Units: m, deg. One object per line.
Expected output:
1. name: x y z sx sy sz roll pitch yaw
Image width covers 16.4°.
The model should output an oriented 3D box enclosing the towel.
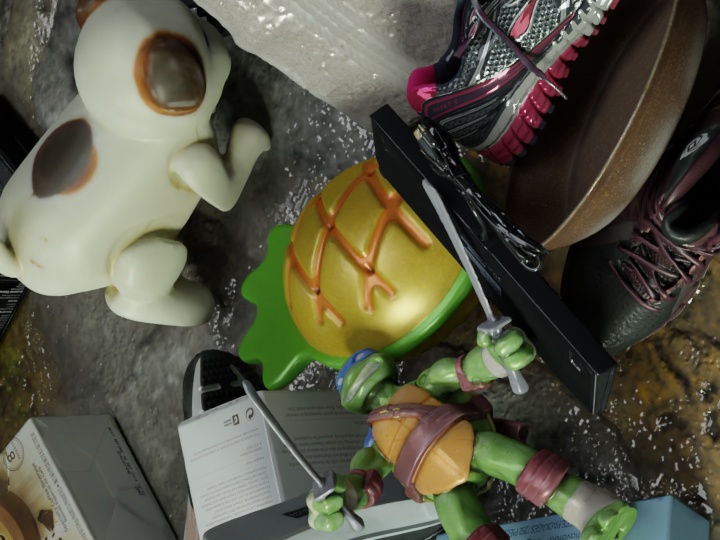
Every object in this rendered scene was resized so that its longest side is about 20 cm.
1. towel: -0.004 -0.156 1.474 0.132 0.199 0.035 -28 42 38

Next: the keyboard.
1. keyboard: 0.072 -0.016 1.362 0.021 0.127 0.200 -37 70 -11

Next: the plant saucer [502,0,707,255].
1. plant saucer: 0.140 -0.094 1.382 0.201 0.036 0.201 -59 15 26

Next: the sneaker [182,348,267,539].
1. sneaker: -0.090 0.152 1.616 0.080 0.073 0.202 -21 74 42

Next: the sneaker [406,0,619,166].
1. sneaker: 0.099 -0.155 1.413 0.201 0.074 0.081 -61 13 19

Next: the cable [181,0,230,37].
1. cable: -0.060 -0.219 1.617 0.200 0.051 0.164 41 115 35

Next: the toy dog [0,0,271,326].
1. toy dog: -0.155 -0.088 1.612 0.140 0.193 0.201 52 128 45

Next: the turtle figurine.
1. turtle figurine: 0.044 0.100 1.370 0.194 0.144 0.201 41 151 22

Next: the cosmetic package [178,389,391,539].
1. cosmetic package: -0.032 0.179 1.538 0.085 0.107 0.202 -22 72 41

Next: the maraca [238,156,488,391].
1. maraca: 0.000 0.000 1.510 0.199 0.107 0.138 -24 49 36

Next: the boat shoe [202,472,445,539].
1. boat shoe: -0.013 0.162 1.464 0.068 0.199 0.057 10 107 47

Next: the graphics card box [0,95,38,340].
1. graphics card box: -0.292 -0.017 1.824 0.126 0.051 0.201 47 120 34

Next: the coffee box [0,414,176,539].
1. coffee box: -0.229 0.206 1.736 0.200 0.079 0.113 -49 59 30

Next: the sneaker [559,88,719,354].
1. sneaker: 0.163 -0.020 1.349 0.075 0.116 0.200 37 117 2

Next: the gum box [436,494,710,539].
1. gum box: 0.106 0.235 1.394 0.169 0.044 0.201 -14 55 39
